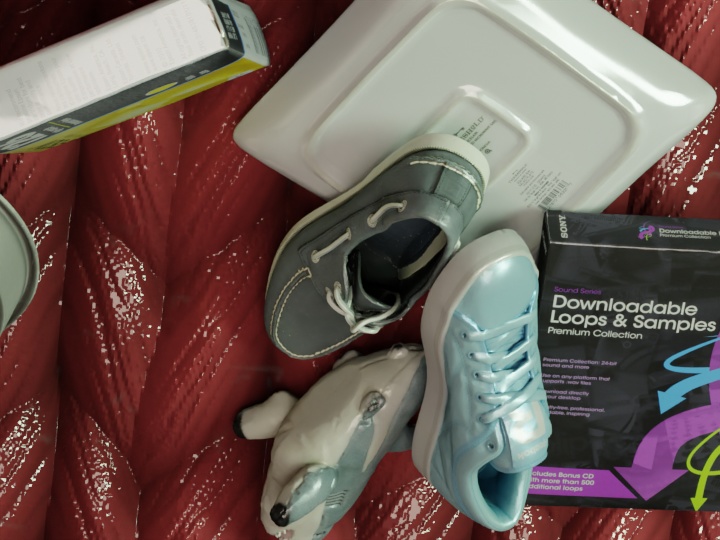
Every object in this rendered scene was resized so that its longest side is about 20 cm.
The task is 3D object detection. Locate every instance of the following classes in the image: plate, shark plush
[{"bbox_3d":[0.063,-0.078,1.489,0.200,0.032,0.200,33,120,-20],"label":"plate"},{"bbox_3d":[0.010,0.081,1.578,0.200,0.091,0.083,-49,130,3],"label":"shark plush"}]

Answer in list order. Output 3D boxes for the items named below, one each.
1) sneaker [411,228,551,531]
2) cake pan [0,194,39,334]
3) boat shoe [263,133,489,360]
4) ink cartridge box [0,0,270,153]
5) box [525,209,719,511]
[{"bbox_3d":[0.082,0.065,1.495,0.074,0.082,0.200,-27,143,-26],"label":"sneaker"},{"bbox_3d":[-0.279,-0.001,1.479,0.200,0.037,0.200,4,141,3],"label":"cake pan"},{"bbox_3d":[0.000,0.000,1.495,0.073,0.062,0.200,31,135,-16],"label":"boat shoe"},{"bbox_3d":[-0.155,-0.093,1.416,0.200,0.198,0.047,-23,92,5],"label":"ink cartridge box"},{"bbox_3d":[0.165,0.055,1.550,0.143,0.036,0.200,2,126,-4],"label":"box"}]
